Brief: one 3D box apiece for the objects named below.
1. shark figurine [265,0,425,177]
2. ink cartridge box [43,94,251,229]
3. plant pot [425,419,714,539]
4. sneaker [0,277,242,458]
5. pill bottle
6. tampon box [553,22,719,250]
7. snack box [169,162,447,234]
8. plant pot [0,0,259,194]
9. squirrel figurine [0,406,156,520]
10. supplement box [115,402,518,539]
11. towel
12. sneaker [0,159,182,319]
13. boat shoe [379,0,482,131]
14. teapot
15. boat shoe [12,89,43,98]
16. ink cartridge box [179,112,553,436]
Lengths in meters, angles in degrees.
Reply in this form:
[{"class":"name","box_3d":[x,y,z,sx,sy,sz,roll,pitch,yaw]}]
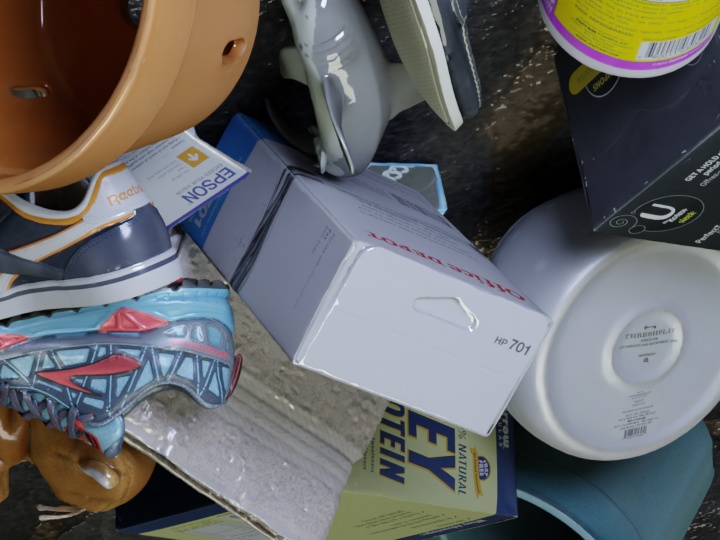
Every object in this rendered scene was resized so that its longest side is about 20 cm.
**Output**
[{"class":"shark figurine","box_3d":[0.006,-0.095,1.547,0.089,0.128,0.215,-20,156,-9]},{"class":"ink cartridge box","box_3d":[-0.198,-0.070,1.553,0.196,0.043,0.200,-31,134,34]},{"class":"plant pot","box_3d":[0.155,0.177,2.024,0.200,0.200,0.196,-41,-175,46]},{"class":"sneaker","box_3d":[-0.167,0.065,1.592,0.200,0.096,0.079,-12,177,3]},{"class":"pill bottle","box_3d":[0.156,-0.191,1.423,0.104,0.104,0.200,-6,154,-10]},{"class":"tampon box","box_3d":[0.243,-0.099,1.620,0.200,0.126,0.150,7,148,-32]},{"class":"snack box","box_3d":[-0.058,-0.027,1.749,0.200,0.037,0.116,0,152,-22]},{"class":"plant pot","box_3d":[-0.142,-0.136,1.342,0.200,0.200,0.140,-27,167,29]},{"class":"squirrel figurine","box_3d":[-0.209,0.065,1.708,0.186,0.142,0.200,26,127,15]},{"class":"supplement box","box_3d":[-0.032,0.111,1.888,0.200,0.134,0.200,13,159,-40]},{"class":"towel","box_3d":[-0.073,0.075,1.697,0.200,0.133,0.034,36,159,-28]},{"class":"sneaker","box_3d":[-0.187,-0.016,1.534,0.200,0.080,0.078,-11,-168,36]},{"class":"boat shoe","box_3d":[0.043,-0.158,1.433,0.068,0.072,0.200,-25,131,-12]},{"class":"teapot","box_3d":[0.156,0.018,1.817,0.197,0.146,0.200,-48,127,1]},{"class":"boat shoe","box_3d":[-0.249,-0.047,1.493,0.075,0.068,0.200,27,136,-30]},{"class":"ink cartridge box","box_3d":[0.000,0.000,1.609,0.146,0.200,0.086,23,105,-31]}]
